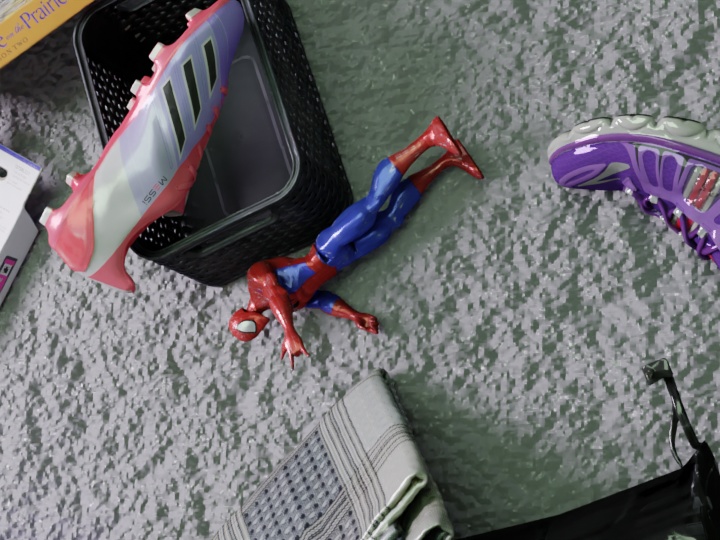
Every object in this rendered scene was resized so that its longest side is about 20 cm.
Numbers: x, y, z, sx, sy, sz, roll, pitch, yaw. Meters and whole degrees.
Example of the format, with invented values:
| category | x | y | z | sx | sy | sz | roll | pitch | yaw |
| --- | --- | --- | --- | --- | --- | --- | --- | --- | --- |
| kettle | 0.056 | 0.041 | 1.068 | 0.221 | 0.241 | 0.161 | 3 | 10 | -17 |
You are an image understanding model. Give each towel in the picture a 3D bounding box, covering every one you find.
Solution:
| category | x | y | z | sx | sy | sz | roll | pitch | yaw |
| --- | --- | --- | --- | --- | --- | --- | --- | --- | --- |
| towel | -0.034 | 0.163 | 0.790 | 0.193 | 0.035 | 0.200 | -46 | 21 | 8 |

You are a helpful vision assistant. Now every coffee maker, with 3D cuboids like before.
| category | x | y | z | sx | sy | sz | roll | pitch | yaw |
| --- | --- | --- | --- | --- | --- | --- | --- | --- | --- |
| coffee maker | 0.116 | 0.178 | 0.739 | 0.198 | 0.135 | 0.194 | -20 | 67 | 18 |

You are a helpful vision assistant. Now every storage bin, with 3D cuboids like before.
| category | x | y | z | sx | sy | sz | roll | pitch | yaw |
| --- | --- | --- | --- | --- | --- | --- | --- | --- | --- |
| storage bin | -0.103 | -0.107 | 0.915 | 0.134 | 0.094 | 0.202 | -24 | 71 | 16 |

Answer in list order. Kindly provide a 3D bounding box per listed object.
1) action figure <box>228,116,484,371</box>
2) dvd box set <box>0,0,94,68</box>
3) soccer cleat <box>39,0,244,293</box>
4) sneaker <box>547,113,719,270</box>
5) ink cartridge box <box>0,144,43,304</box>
| category | x | y | z | sx | sy | sz | roll | pitch | yaw |
| --- | --- | --- | --- | --- | --- | --- | --- | --- | --- |
| action figure | 0.000 | 0.000 | 0.861 | 0.199 | 0.065 | 0.099 | -36 | 58 | 11 |
| dvd box set | -0.262 | -0.183 | 0.984 | 0.199 | 0.147 | 0.029 | -32 | 112 | 13 |
| soccer cleat | -0.125 | -0.081 | 0.842 | 0.076 | 0.067 | 0.201 | 35 | 87 | -6 |
| sneaker | 0.203 | -0.043 | 0.782 | 0.198 | 0.081 | 0.084 | 14 | 89 | 24 |
| ink cartridge box | -0.314 | -0.004 | 1.011 | 0.094 | 0.037 | 0.201 | 27 | 92 | 26 |
